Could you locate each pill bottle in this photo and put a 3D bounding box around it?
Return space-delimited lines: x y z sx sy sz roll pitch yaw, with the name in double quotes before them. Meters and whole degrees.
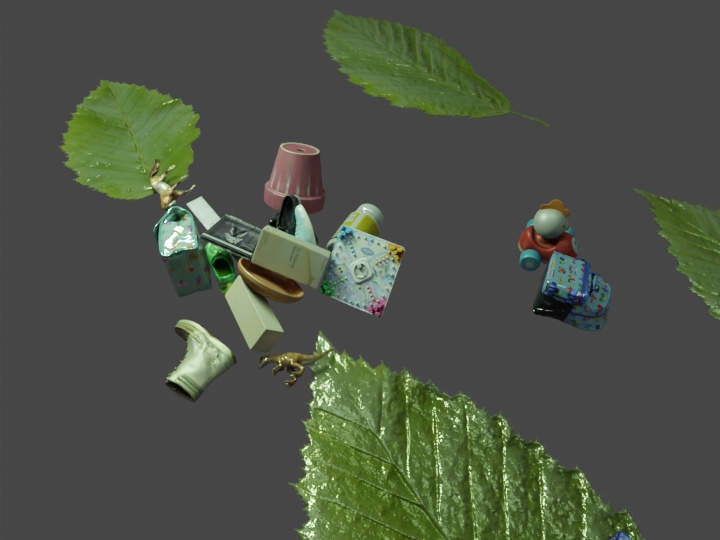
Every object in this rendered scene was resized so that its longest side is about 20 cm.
"pill bottle" -0.010 -0.104 1.592 0.113 0.116 0.201 21 49 17

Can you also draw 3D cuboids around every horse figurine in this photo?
"horse figurine" -0.647 -0.287 1.771 0.132 0.050 0.200 -43 68 -14

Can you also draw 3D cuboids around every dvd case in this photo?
"dvd case" -0.354 -0.100 1.528 0.146 0.016 0.201 23 24 -2

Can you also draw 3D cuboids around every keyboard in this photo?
"keyboard" -0.492 -0.173 1.706 0.056 0.011 0.200 -28 54 -26

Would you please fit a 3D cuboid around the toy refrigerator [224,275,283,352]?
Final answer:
"toy refrigerator" -0.279 0.113 1.392 0.069 0.076 0.201 18 27 -49

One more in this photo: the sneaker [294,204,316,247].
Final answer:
"sneaker" -0.172 -0.085 1.533 0.080 0.074 0.204 -15 92 -12

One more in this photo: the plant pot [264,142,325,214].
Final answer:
"plant pot" -0.202 -0.298 1.682 0.196 0.182 0.201 8 26 -4

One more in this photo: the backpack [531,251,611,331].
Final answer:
"backpack" 0.593 0.062 1.451 0.197 0.136 0.184 23 50 14

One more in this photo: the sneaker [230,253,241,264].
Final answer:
"sneaker" -0.332 -0.074 1.594 0.113 0.074 0.201 -5 38 -34

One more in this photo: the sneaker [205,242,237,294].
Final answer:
"sneaker" -0.395 -0.022 1.519 0.073 0.084 0.201 -20 50 -20

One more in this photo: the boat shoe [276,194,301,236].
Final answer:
"boat shoe" -0.220 -0.126 1.563 0.069 0.066 0.204 14 89 16

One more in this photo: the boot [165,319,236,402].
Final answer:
"boot" -0.424 0.218 1.304 0.198 0.073 0.155 29 54 22

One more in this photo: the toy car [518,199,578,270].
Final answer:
"toy car" 0.574 -0.118 1.570 0.174 0.202 0.186 17 48 13

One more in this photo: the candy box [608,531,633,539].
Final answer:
"candy box" 0.503 0.620 0.962 0.168 0.078 0.200 31 54 23

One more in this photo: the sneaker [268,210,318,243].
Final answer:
"sneaker" -0.212 -0.118 1.633 0.090 0.067 0.199 -34 53 -26

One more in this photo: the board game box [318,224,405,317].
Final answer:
"board game box" 0.000 0.000 1.462 0.197 0.026 0.203 21 94 15

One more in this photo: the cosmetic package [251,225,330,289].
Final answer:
"cosmetic package" -0.191 -0.037 1.474 0.197 0.105 0.073 22 12 -4

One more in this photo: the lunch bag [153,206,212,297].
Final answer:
"lunch bag" -0.498 -0.058 1.487 0.120 0.172 0.201 -16 49 -13

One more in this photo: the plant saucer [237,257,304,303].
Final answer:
"plant saucer" -0.247 0.032 1.441 0.198 0.038 0.200 31 11 -6

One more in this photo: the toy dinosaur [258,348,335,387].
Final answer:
"toy dinosaur" -0.156 0.226 1.314 0.196 0.061 0.107 -3 45 -5
